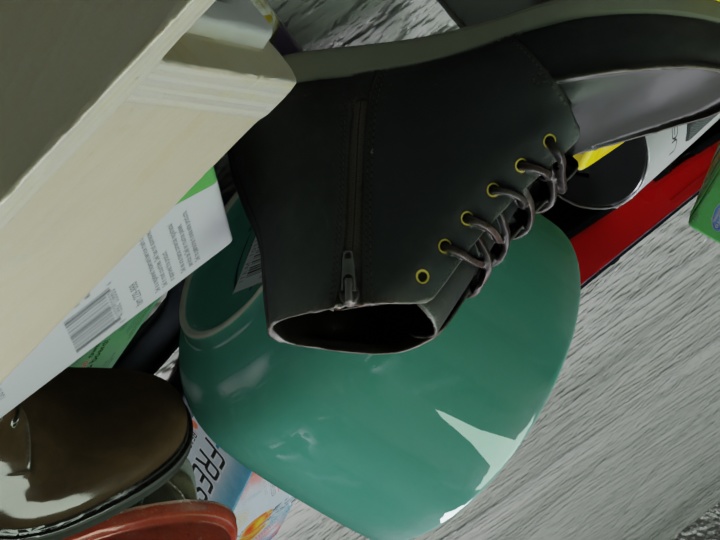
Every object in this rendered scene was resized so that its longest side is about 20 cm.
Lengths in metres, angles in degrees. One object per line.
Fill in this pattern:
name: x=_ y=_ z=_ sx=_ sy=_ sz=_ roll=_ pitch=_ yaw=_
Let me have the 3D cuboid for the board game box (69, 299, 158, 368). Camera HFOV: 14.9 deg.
board game box: x=-0.164 y=0.059 z=1.185 sx=0.134 sy=0.029 sz=0.200 roll=-24 pitch=158 yaw=-46

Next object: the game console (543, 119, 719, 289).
game console: x=0.091 y=-0.027 z=1.394 sx=0.177 sy=0.031 sz=0.200 roll=-33 pitch=-164 yaw=-24

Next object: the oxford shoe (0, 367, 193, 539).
oxford shoe: x=-0.148 y=0.060 z=1.054 sx=0.200 sy=0.073 sz=0.085 roll=-5 pitch=141 yaw=-32

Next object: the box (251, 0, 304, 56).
box: x=-0.051 y=-0.088 z=1.015 sx=0.039 sy=0.041 sz=0.200 roll=-39 pitch=167 yaw=1

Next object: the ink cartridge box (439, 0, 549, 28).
ink cartridge box: x=0.117 y=-0.182 z=1.042 sx=0.200 sy=0.084 sz=0.146 roll=-31 pitch=164 yaw=-33

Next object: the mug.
mug: x=-0.005 y=0.010 z=1.121 sx=0.152 sy=0.114 sz=0.185 roll=-51 pitch=-155 yaw=14

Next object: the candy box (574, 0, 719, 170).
candy box: x=0.138 y=-0.109 z=1.069 sx=0.102 sy=0.026 sz=0.200 roll=-32 pitch=168 yaw=-18

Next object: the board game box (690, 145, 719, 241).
board game box: x=0.200 y=-0.113 z=1.098 sx=0.200 sy=0.029 sz=0.135 roll=-61 pitch=178 yaw=23

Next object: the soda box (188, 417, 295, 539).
soda box: x=-0.066 y=0.091 z=1.447 sx=0.064 sy=0.068 sz=0.200 roll=-32 pitch=162 yaw=-31

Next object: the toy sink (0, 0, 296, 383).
toy sink: x=-0.105 y=-0.070 z=0.755 sx=0.200 sy=0.130 sz=0.112 roll=-46 pitch=165 yaw=15

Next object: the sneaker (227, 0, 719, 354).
sneaker: x=0.055 y=-0.031 z=0.993 sx=0.199 sy=0.107 sz=0.075 roll=-11 pitch=154 yaw=4

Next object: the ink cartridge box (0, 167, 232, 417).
ink cartridge box: x=-0.150 y=-0.001 z=0.931 sx=0.200 sy=0.084 sz=0.146 roll=-38 pitch=165 yaw=-10

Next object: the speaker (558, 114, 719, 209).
speaker: x=0.156 y=-0.109 z=1.345 sx=0.200 sy=0.081 sz=0.081 roll=-39 pitch=168 yaw=-41

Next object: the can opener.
can opener: x=-0.072 y=0.028 z=1.256 sx=0.079 sy=0.063 sz=0.200 roll=-19 pitch=155 yaw=-39

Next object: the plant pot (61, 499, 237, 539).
plant pot: x=-0.102 y=0.231 z=1.164 sx=0.200 sy=0.196 sz=0.201 roll=-25 pitch=161 yaw=-9

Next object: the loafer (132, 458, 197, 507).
loafer: x=-0.112 y=0.121 z=1.280 sx=0.075 sy=0.070 sz=0.200 roll=-24 pitch=163 yaw=3
